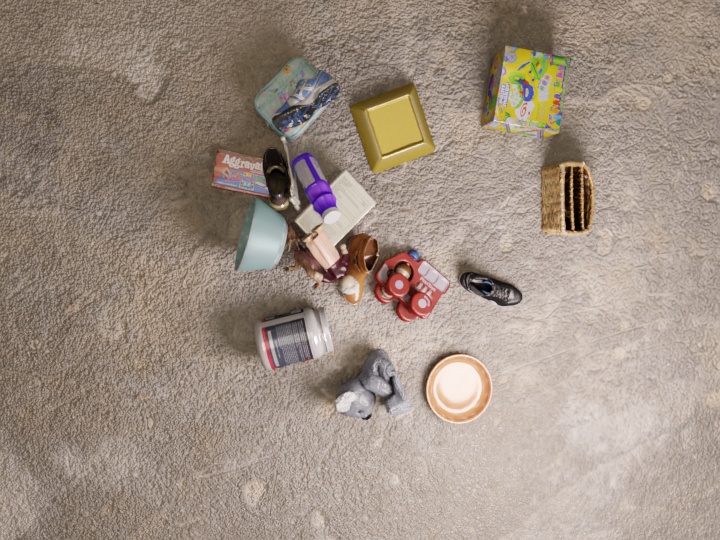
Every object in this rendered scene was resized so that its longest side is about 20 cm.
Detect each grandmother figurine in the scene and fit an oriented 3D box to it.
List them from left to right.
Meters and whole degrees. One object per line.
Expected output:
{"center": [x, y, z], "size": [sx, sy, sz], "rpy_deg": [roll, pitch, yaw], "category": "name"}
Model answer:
{"center": [-0.074, -0.017, 1.570], "size": [0.121, 0.060, 0.201], "rpy_deg": [-40, 107, -9], "category": "grandmother figurine"}

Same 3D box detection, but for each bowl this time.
{"center": [-0.259, -0.084, 1.594], "size": [0.103, 0.201, 0.204], "rpy_deg": [16, 92, -18], "category": "bowl"}

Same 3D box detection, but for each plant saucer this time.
{"center": [0.094, -0.399, 1.670], "size": [0.197, 0.048, 0.203], "rpy_deg": [-21, 96, -4], "category": "plant saucer"}
{"center": [0.284, 0.341, 1.743], "size": [0.196, 0.037, 0.204], "rpy_deg": [0, 93, -5], "category": "plant saucer"}

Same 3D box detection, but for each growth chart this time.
{"center": [-0.182, -0.253, 1.589], "size": [0.017, 0.145, 0.204], "rpy_deg": [-11, 75, 2], "category": "growth chart"}

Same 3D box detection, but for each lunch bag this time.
{"center": [-0.186, -0.461, 1.624], "size": [0.160, 0.077, 0.200], "rpy_deg": [45, 88, -7], "category": "lunch bag"}

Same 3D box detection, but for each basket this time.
{"center": [0.598, -0.200, 1.681], "size": [0.140, 0.149, 0.204], "rpy_deg": [-2, 93, -5], "category": "basket"}

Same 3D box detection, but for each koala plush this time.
{"center": [0.015, 0.335, 1.660], "size": [0.197, 0.177, 0.186], "rpy_deg": [-25, 84, -3], "category": "koala plush"}

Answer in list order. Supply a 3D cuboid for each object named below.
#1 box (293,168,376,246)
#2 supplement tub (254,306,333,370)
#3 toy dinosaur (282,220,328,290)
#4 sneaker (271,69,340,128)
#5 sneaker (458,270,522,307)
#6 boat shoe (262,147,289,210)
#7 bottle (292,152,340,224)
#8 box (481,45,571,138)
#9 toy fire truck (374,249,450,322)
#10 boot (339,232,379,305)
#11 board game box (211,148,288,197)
{"center": [-0.071, -0.160, 1.640], "size": [0.200, 0.109, 0.128], "rpy_deg": [-44, 96, -1], "category": "box"}
{"center": [-0.181, 0.183, 1.636], "size": [0.196, 0.140, 0.143], "rpy_deg": [-13, 95, -4], "category": "supplement tub"}
{"center": [-0.144, -0.033, 1.616], "size": [0.199, 0.136, 0.086], "rpy_deg": [34, 64, 19], "category": "toy dinosaur"}
{"center": [-0.151, -0.444, 1.563], "size": [0.198, 0.076, 0.078], "rpy_deg": [-33, 73, -3], "category": "sneaker"}
{"center": [0.379, 0.061, 1.695], "size": [0.197, 0.112, 0.074], "rpy_deg": [18, 93, -6], "category": "sneaker"}
{"center": [-0.221, -0.255, 1.589], "size": [0.072, 0.065, 0.203], "rpy_deg": [-7, 59, -14], "category": "boat shoe"}
{"center": [-0.111, -0.209, 1.539], "size": [0.065, 0.084, 0.202], "rpy_deg": [-30, 62, 5], "category": "bottle"}
{"center": [0.455, -0.489, 1.661], "size": [0.189, 0.122, 0.204], "rpy_deg": [9, 94, -6], "category": "box"}
{"center": [0.142, 0.036, 1.686], "size": [0.199, 0.112, 0.169], "rpy_deg": [40, 66, -7], "category": "toy fire truck"}
{"center": [0.000, 0.000, 1.629], "size": [0.072, 0.154, 0.204], "rpy_deg": [-2, 94, -22], "category": "boot"}
{"center": [-0.305, -0.264, 1.656], "size": [0.196, 0.019, 0.105], "rpy_deg": [11, 92, -6], "category": "board game box"}
